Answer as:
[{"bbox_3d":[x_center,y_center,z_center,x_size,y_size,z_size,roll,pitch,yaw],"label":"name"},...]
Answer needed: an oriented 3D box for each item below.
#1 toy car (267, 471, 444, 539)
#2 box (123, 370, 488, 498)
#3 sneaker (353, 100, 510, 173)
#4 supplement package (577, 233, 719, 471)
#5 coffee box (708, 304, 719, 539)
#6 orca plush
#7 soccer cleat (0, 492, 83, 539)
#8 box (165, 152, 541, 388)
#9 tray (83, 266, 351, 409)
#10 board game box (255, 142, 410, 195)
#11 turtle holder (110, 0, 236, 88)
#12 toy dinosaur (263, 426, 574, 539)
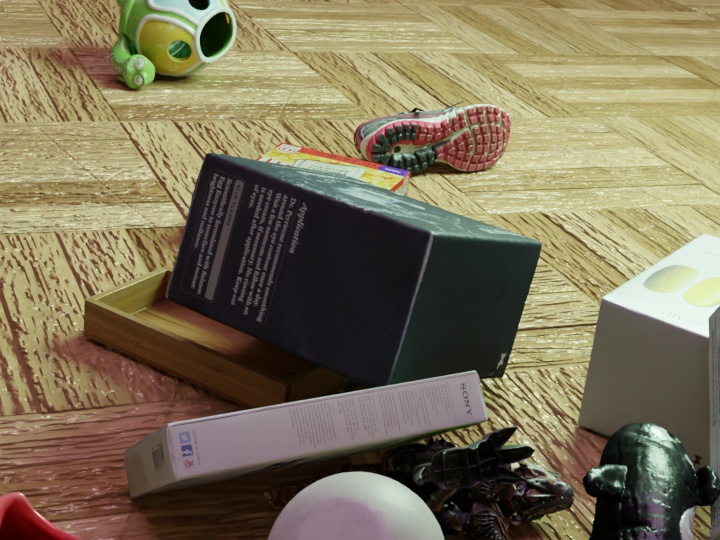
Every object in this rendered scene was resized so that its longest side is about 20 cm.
[{"bbox_3d":[0.017,0.202,0.595,0.199,0.175,0.150,35,73,27],"label":"toy car"},{"bbox_3d":[-0.038,0.104,0.822,0.198,0.037,0.144,-6,-11,-22],"label":"box"},{"bbox_3d":[0.088,-0.162,1.530,0.199,0.081,0.075,-6,24,-26],"label":"sneaker"},{"bbox_3d":[0.271,0.060,1.028,0.113,0.110,0.200,21,27,30],"label":"supplement package"},{"bbox_3d":[0.344,0.076,0.788,0.198,0.198,0.201,24,42,-7],"label":"coffee box"},{"bbox_3d":[0.148,0.154,0.780,0.071,0.105,0.201,40,51,-13],"label":"orca plush"},{"bbox_3d":[-0.131,0.186,0.668,0.199,0.074,0.068,25,28,34],"label":"soccer cleat"},{"bbox_3d":[0.000,0.000,0.978,0.199,0.118,0.196,21,10,28],"label":"box"},{"bbox_3d":[-0.110,0.055,1.028,0.199,0.037,0.098,19,26,28],"label":"tray"},{"bbox_3d":[-0.052,-0.068,1.313,0.150,0.047,0.200,14,24,15],"label":"board game box"},{"bbox_3d":[-0.251,-0.324,1.734,0.131,0.142,0.185,23,27,31],"label":"turtle holder"},{"bbox_3d":[0.045,0.148,0.817,0.199,0.103,0.136,-18,8,-18],"label":"toy dinosaur"}]
